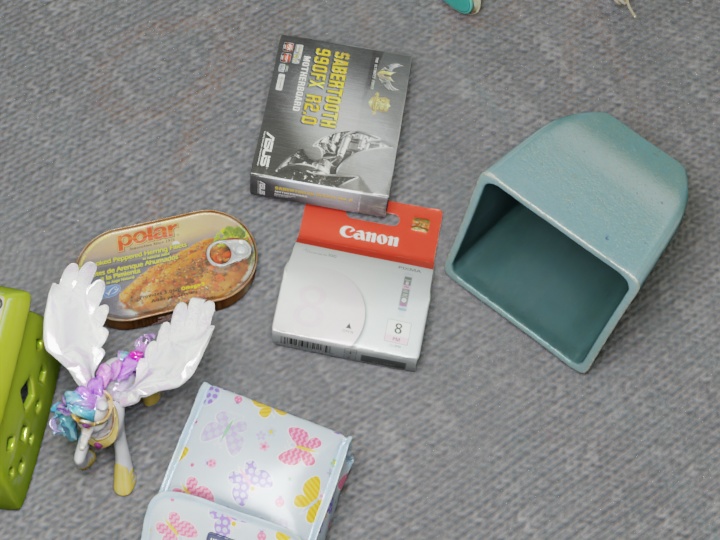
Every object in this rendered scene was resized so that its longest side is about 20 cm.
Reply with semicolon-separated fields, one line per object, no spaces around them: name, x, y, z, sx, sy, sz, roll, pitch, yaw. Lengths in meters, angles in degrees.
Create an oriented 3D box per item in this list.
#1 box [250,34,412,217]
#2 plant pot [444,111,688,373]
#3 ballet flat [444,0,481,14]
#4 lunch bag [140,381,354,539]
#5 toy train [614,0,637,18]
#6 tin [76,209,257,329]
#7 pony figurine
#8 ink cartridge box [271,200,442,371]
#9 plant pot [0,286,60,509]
box;-0.032;-0.167;1.638;0.158;0.048;0.200;10;61;1
plant pot;0.241;-0.052;1.543;0.196;0.196;0.200;37;58;13
ballet flat;0.092;-0.395;1.749;0.062;0.067;0.200;-34;72;-27
lunch bag;-0.114;0.237;1.419;0.169;0.127;0.200;20;73;8
toy train;0.249;-0.377;1.745;0.116;0.085;0.200;-17;68;0
tin;-0.211;-0.001;1.566;0.200;0.042;0.112;-12;71;-9
pony figurine;-0.240;0.112;1.423;0.166;0.200;0.193;13;65;3
ink cartridge box;0.000;0.000;1.574;0.162;0.057;0.200;11;70;2
plant pot;-0.421;0.110;1.424;0.199;0.182;0.200;9;66;0
